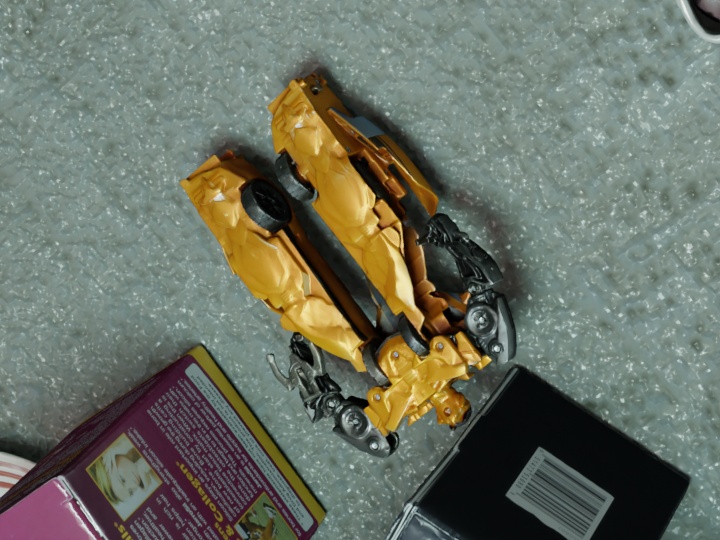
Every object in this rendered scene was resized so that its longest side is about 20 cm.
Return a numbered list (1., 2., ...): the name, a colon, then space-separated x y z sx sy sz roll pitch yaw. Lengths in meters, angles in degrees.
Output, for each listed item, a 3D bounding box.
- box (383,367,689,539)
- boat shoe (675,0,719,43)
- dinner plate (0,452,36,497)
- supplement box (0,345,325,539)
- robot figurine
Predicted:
1. box: 0.060 0.190 1.403 0.124 0.200 0.197 34 117 6
2. boat shoe: 0.170 -0.210 1.293 0.073 0.065 0.200 -10 105 23
3. dinner plate: -0.216 0.198 1.595 0.200 0.024 0.200 7 112 18
4. supplement box: -0.122 0.148 1.453 0.103 0.200 0.131 -33 95 26
5. robot figurine: 0.000 0.000 1.421 0.145 0.058 0.200 -39 84 28
